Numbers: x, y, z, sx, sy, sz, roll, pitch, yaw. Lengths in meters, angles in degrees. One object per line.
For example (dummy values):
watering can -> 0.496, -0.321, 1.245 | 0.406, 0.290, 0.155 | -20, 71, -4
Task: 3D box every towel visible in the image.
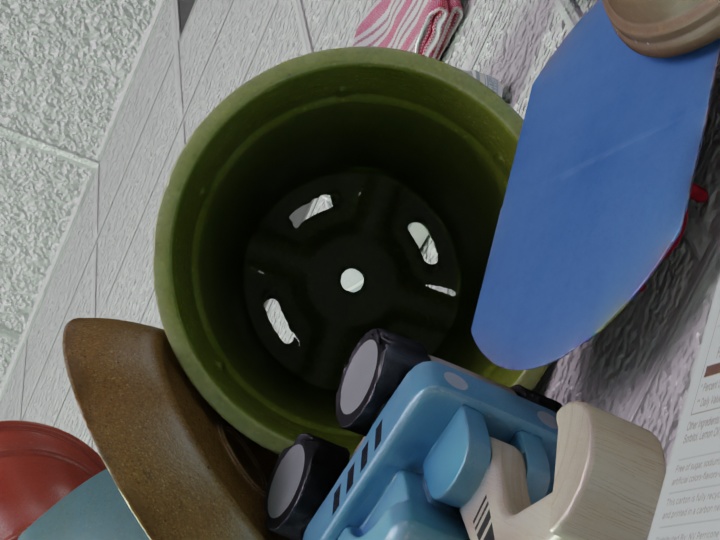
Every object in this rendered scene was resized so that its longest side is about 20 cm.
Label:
towel -> 0.028, -0.171, 1.692 | 0.200, 0.030, 0.147 | -88, 23, -53

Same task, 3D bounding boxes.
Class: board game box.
board game box -> 0.120, -0.042, 1.110 | 0.158, 0.039, 0.201 | -27, 43, 56

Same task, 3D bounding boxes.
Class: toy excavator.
toy excavator -> 0.051, 0.102, 1.063 | 0.195, 0.100, 0.200 | -57, 23, 24

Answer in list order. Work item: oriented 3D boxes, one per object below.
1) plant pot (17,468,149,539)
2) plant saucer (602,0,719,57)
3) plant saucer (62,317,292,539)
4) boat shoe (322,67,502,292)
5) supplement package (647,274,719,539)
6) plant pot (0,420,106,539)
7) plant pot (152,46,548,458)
plant pot -> -0.118, 0.188, 1.372 | 0.200, 0.134, 0.201 | 177, 90, -81
plant saucer -> 0.163, -0.185, 1.084 | 0.200, 0.029, 0.201 | -48, 26, 32
plant saucer -> -0.068, 0.098, 1.193 | 0.035, 0.200, 0.200 | -33, 21, 8
boat shoe -> 0.014, -0.051, 1.481 | 0.200, 0.068, 0.072 | 128, 158, -53
supplement package -> 0.164, 0.021, 0.663 | 0.117, 0.116, 0.201 | 152, 136, -71
plant pot -> -0.247, 0.234, 1.889 | 0.202, 0.200, 0.195 | -69, 22, 4
plant pot -> 0.000, 0.000, 1.275 | 0.190, 0.199, 0.201 | 110, 180, -86
